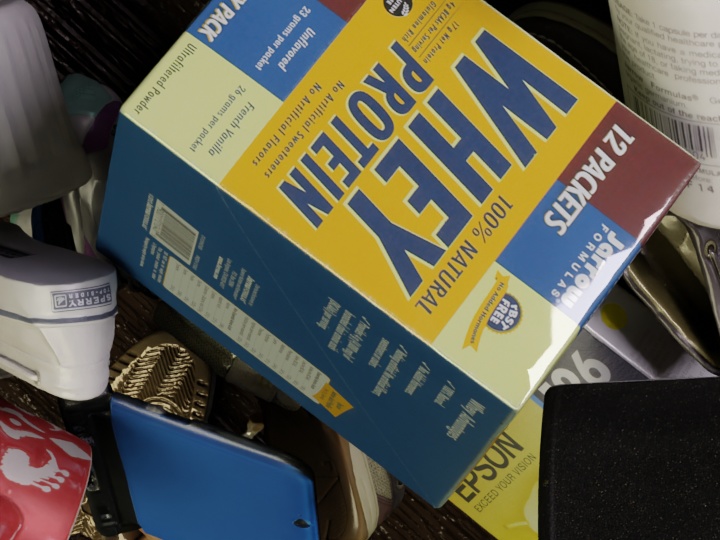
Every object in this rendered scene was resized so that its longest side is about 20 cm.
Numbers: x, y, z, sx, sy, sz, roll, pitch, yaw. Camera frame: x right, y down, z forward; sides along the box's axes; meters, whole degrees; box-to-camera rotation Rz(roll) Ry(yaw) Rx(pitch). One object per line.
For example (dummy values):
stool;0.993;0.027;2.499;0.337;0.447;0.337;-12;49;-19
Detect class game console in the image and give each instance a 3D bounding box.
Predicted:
game console;-0.092;0.066;1.511;0.118;0.171;0.200;-10;156;-4

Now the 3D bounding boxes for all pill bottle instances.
pill bottle;0.157;-0.125;1.213;0.114;0.114;0.200;14;137;29

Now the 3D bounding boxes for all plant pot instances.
plant pot;0.192;0.177;1.390;0.199;0.178;0.200;-5;139;28

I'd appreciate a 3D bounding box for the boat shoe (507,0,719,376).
boat shoe;0.130;-0.037;1.369;0.200;0.065;0.073;47;144;-10

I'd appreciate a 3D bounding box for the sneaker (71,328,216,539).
sneaker;-0.118;0.112;1.745;0.071;0.112;0.200;29;112;16

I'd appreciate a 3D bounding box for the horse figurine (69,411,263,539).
horse figurine;-0.090;0.136;1.665;0.050;0.200;0.133;51;152;41

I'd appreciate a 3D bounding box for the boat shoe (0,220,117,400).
boat shoe;-0.176;0.019;1.400;0.200;0.073;0.066;21;116;61

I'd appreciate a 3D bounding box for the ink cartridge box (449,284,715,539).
ink cartridge box;0.112;0.084;1.531;0.200;0.047;0.198;37;144;-1

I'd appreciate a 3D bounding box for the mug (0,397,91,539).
mug;-0.239;0.102;1.381;0.200;0.178;0.134;25;113;-15

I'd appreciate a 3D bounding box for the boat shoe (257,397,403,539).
boat shoe;-0.020;0.048;1.573;0.073;0.065;0.200;6;112;34

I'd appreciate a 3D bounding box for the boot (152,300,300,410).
boot;0.000;0.000;1.447;0.200;0.072;0.155;26;101;24

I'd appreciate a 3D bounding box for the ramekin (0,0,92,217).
ramekin;-0.240;-0.072;1.469;0.200;0.200;0.098;-2;104;41

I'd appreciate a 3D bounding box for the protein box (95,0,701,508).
protein box;0.008;-0.026;1.270;0.200;0.135;0.199;37;162;4

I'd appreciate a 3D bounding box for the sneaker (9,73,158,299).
sneaker;-0.124;-0.002;1.609;0.140;0.078;0.200;29;143;13
